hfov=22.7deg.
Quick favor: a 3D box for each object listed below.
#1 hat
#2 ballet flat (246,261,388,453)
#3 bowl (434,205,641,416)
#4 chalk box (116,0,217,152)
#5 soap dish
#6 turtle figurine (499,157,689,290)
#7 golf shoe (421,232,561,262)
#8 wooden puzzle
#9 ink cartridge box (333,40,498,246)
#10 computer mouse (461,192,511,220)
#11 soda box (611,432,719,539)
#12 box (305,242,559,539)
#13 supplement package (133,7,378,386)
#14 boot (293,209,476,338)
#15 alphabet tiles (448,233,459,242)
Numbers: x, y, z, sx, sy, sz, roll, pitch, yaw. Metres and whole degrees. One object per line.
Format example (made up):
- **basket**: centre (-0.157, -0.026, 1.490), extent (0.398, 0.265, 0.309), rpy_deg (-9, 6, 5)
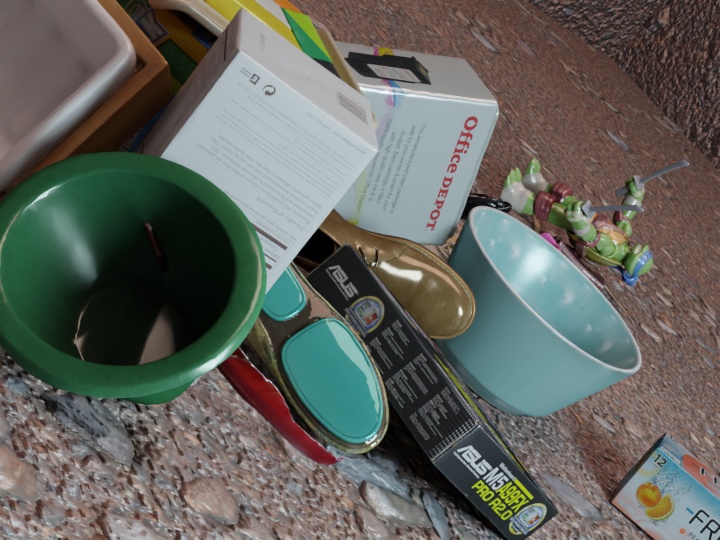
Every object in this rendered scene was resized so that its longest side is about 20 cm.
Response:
- **hat**: centre (-0.133, 0.053, 1.097), extent (0.200, 0.165, 0.176), rpy_deg (44, -25, 24)
- **ballet flat**: centre (-0.046, 0.047, 1.255), extent (0.200, 0.071, 0.071), rpy_deg (54, 20, 15)
- **bowl**: centre (0.137, 0.050, 1.563), extent (0.201, 0.105, 0.201), rpy_deg (38, 19, -16)
- **chalk box**: centre (-0.147, -0.137, 1.329), extent (0.200, 0.125, 0.124), rpy_deg (42, 16, 8)
- **soap dish**: centre (-0.230, -0.138, 1.199), extent (0.200, 0.157, 0.081), rpy_deg (49, 2, 29)
- **turtle figurine**: centre (0.278, -0.091, 2.143), extent (0.193, 0.144, 0.200), rpy_deg (26, -32, 20)
- **golf shoe**: centre (0.105, -0.009, 1.662), extent (0.199, 0.092, 0.075), rpy_deg (6, 37, -43)
- **wooden puzzle**: centre (-0.081, -0.191, 1.331), extent (0.200, 0.037, 0.185), rpy_deg (31, 19, -30)
- **ink cartridge box**: centre (-0.006, -0.107, 1.490), extent (0.199, 0.146, 0.083), rpy_deg (5, 32, -26)
- **computer mouse**: centre (0.064, -0.065, 1.785), extent (0.138, 0.053, 0.200), rpy_deg (16, 4, 18)
- **soda box**: centre (0.315, 0.233, 1.545), extent (0.200, 0.068, 0.064), rpy_deg (41, 16, 7)
- **box**: centre (0.052, 0.091, 1.309), extent (0.200, 0.044, 0.160), rpy_deg (54, 3, 40)
- **supplement package**: centre (-0.093, -0.048, 1.156), extent (0.109, 0.200, 0.114), rpy_deg (35, 17, -15)
- **boot**: centre (0.000, 0.000, 1.408), extent (0.199, 0.074, 0.075), rpy_deg (29, 11, -4)
- **alphabet tiles**: centre (0.133, 0.029, 1.767), extent (0.195, 0.015, 0.200), rpy_deg (8, 35, -51)
